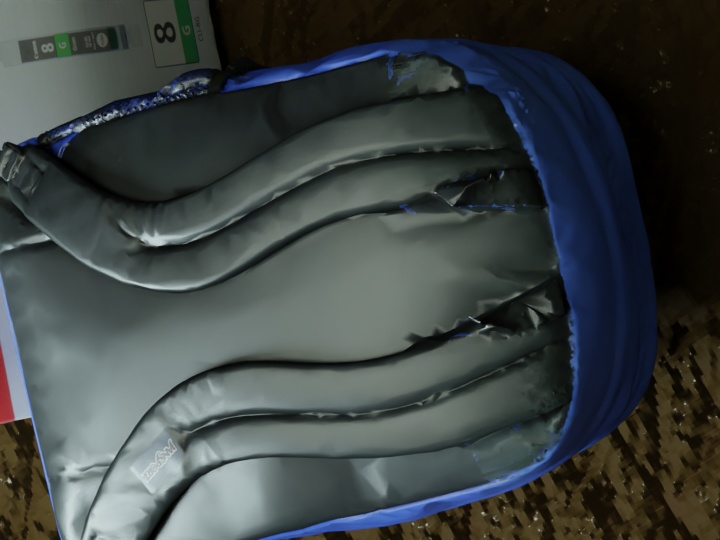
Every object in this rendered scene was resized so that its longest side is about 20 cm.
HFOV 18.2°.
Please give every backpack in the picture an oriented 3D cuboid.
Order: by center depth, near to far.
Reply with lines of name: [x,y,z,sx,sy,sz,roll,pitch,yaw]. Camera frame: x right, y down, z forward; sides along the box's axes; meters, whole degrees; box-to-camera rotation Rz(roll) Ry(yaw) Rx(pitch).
backpack: [0.000,0.000,0.761,0.199,0.168,0.163,-15,92,29]

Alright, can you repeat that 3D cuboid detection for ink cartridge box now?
ink cartridge box: [-0.122,-0.027,0.819,0.050,0.200,0.162,-8,94,37]
